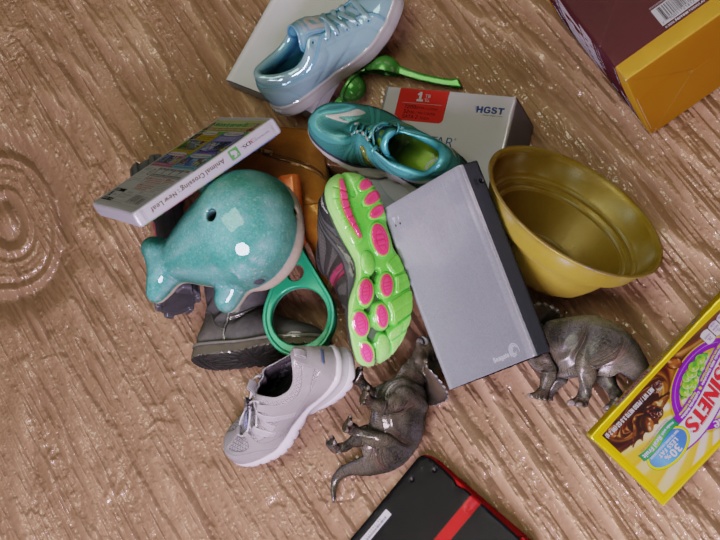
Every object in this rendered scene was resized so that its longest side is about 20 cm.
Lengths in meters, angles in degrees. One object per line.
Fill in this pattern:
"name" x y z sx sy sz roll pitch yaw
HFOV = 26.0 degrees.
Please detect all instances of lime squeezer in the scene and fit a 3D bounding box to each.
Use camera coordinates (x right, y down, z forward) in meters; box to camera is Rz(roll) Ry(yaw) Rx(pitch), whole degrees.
"lime squeezer" 0.013 -0.203 1.789 0.200 0.038 0.071 -22 95 12

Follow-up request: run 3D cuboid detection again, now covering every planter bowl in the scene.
"planter bowl" 0.199 -0.032 1.584 0.200 0.200 0.083 51 127 29

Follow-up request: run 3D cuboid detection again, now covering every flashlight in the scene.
"flashlight" -0.223 -0.038 1.781 0.068 0.068 0.200 -21 55 13

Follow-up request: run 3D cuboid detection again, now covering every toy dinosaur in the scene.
"toy dinosaur" 0.029 0.161 1.607 0.200 0.102 0.077 -69 18 4
"toy dinosaur" 0.220 0.084 1.554 0.200 0.077 0.102 8 87 29

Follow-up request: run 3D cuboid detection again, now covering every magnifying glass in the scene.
"magnifying glass" -0.069 -0.005 1.662 0.080 0.022 0.200 -9 77 14

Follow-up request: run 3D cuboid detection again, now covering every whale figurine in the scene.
"whale figurine" -0.158 -0.033 1.641 0.200 0.104 0.159 -19 67 24

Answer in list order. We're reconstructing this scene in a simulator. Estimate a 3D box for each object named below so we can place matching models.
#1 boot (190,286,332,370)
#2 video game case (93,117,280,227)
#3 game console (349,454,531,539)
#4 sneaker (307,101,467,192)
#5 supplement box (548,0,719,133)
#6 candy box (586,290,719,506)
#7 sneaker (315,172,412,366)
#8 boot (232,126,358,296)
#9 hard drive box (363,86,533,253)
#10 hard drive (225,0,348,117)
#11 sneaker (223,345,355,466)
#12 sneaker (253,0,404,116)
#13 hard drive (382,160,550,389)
"boot" -0.109 0.006 1.740 0.182 0.073 0.200 -2 63 20
"video game case" -0.192 -0.110 1.697 0.182 0.022 0.200 -36 17 -15
"game console" 0.064 0.310 1.570 0.177 0.031 0.200 38 87 34
"sneaker" 0.027 -0.137 1.637 0.200 0.080 0.078 23 81 28
"supplement box" 0.317 -0.295 1.635 0.197 0.133 0.200 -35 61 7
"candy box" 0.324 0.121 1.508 0.102 0.026 0.200 43 90 -4
"sneaker" 0.000 0.000 1.611 0.077 0.084 0.200 -6 82 -23
"boot" -0.078 -0.068 1.721 0.144 0.071 0.201 10 62 -1
"hard drive box" 0.085 -0.088 1.684 0.156 0.077 0.200 7 73 24
"hard drive" -0.058 -0.287 1.848 0.132 0.027 0.200 24 81 28
"sneaker" -0.093 0.133 1.639 0.200 0.082 0.075 -46 39 33
"sneaker" -0.037 -0.262 1.764 0.200 0.082 0.074 -45 52 0
"hard drive" 0.103 0.008 1.553 0.140 0.033 0.200 -28 81 52
